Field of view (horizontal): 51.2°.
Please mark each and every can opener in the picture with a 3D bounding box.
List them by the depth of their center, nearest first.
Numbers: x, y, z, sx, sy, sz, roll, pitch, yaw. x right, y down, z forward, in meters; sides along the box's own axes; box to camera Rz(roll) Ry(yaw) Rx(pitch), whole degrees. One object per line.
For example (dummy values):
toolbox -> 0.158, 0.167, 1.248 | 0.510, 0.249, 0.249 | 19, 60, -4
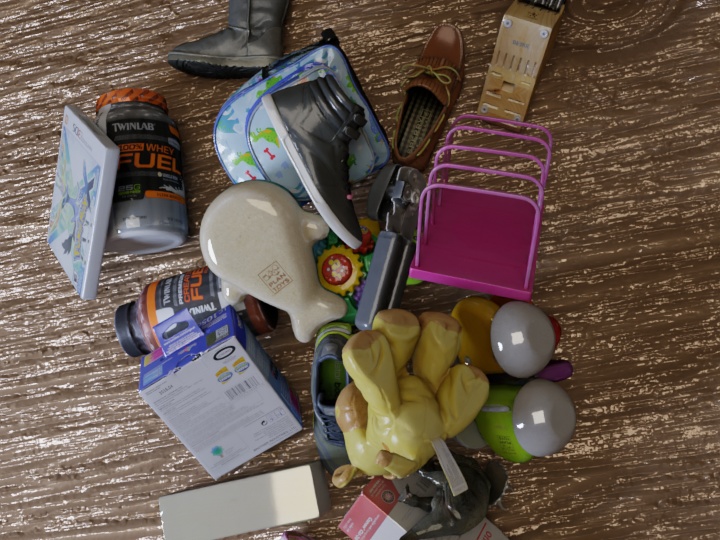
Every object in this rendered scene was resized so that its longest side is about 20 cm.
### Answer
can opener -> 0.029, -0.026, 0.884 | 0.066, 0.053, 0.203 | 10, 81, 43

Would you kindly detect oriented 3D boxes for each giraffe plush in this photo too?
giraffe plush -> 0.036, 0.160, 0.828 | 0.170, 0.162, 0.203 | 3, 64, -28

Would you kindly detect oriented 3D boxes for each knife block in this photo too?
knife block -> 0.226, -0.309, 0.995 | 0.063, 0.176, 0.202 | 21, 130, 13

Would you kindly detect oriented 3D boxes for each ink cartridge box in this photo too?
ink cartridge box -> 0.087, 0.315, 0.874 | 0.199, 0.116, 0.068 | 38, 119, 13
ink cartridge box -> -0.176, 0.139, 0.917 | 0.135, 0.077, 0.201 | -30, 122, 2

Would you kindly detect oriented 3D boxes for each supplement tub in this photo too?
supplement tub -> -0.214, 0.054, 0.977 | 0.197, 0.107, 0.108 | -16, 79, 6
supplement tub -> -0.300, -0.132, 1.013 | 0.121, 0.123, 0.203 | -10, 80, 7

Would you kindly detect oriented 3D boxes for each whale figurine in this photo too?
whale figurine -> -0.098, -0.015, 0.893 | 0.158, 0.104, 0.201 | -37, 101, 14

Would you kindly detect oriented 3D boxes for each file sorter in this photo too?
file sorter -> 0.148, -0.085, 0.877 | 0.137, 0.201, 0.127 | 11, 126, 11

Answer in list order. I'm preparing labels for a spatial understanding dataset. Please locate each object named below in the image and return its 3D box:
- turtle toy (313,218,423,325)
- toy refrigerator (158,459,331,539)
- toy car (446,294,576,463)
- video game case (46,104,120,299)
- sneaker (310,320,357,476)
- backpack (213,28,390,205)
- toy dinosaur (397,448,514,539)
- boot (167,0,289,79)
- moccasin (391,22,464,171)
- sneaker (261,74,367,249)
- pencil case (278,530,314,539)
turtle toy -> 0.000, 0.000, 0.953 | 0.197, 0.101, 0.148 | -14, 79, 7
toy refrigerator -> -0.142, 0.295, 0.943 | 0.197, 0.076, 0.071 | -14, 79, 6
toy car -> 0.183, 0.118, 0.888 | 0.149, 0.174, 0.203 | -17, 91, -35
video game case -> -0.366, -0.093, 0.981 | 0.182, 0.022, 0.202 | 38, 119, 46
sneaker -> -0.034, 0.169, 0.924 | 0.073, 0.081, 0.203 | -3, 105, 10
backpack -> -0.081, -0.172, 0.951 | 0.198, 0.147, 0.184 | -26, 110, 9
toy dinosaur -> 0.107, 0.250, 0.845 | 0.101, 0.199, 0.078 | 26, 111, 22
boot -> -0.177, -0.376, 1.058 | 0.179, 0.073, 0.203 | 1, 88, -4
moccasin -> 0.086, -0.232, 0.988 | 0.073, 0.078, 0.204 | 24, 85, 12
sneaker -> -0.023, -0.128, 0.851 | 0.098, 0.071, 0.202 | -28, 100, 4
pencil case -> -0.106, 0.418, 0.914 | 0.086, 0.083, 0.202 | 28, 86, 13
